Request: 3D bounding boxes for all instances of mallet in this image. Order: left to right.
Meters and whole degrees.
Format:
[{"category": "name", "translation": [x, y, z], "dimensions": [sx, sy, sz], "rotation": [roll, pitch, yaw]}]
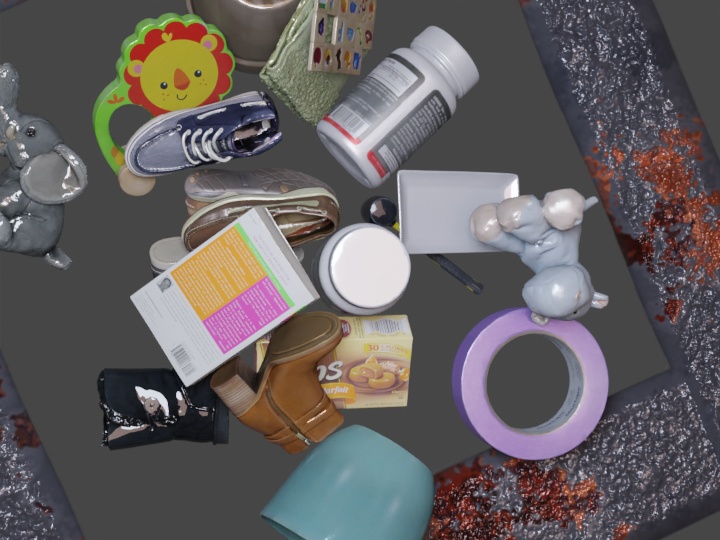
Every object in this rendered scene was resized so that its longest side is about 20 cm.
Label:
[{"category": "mallet", "translation": [0.081, -0.033, 1.492], "dimensions": [0.200, 0.066, 0.041], "rotation": [38, 86, -19]}]

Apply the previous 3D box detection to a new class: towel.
[{"category": "towel", "translation": [-0.054, -0.267, 1.401], "dimensions": [0.036, 0.200, 0.149], "rotation": [29, 86, 19]}]

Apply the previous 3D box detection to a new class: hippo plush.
[{"category": "hippo plush", "translation": [0.227, -0.010, 1.425], "dimensions": [0.159, 0.200, 0.161], "rotation": [-9, 86, 18]}]

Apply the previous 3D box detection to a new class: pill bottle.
[{"category": "pill bottle", "translation": [0.000, 0.000, 1.393], "dimensions": [0.114, 0.200, 0.114], "rotation": [0, 89, -7]}, {"category": "pill bottle", "translation": [0.050, -0.212, 1.441], "dimensions": [0.200, 0.114, 0.114], "rotation": [-44, 94, -6]}]

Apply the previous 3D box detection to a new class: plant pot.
[{"category": "plant pot", "translation": [-0.125, -0.365, 1.402], "dimensions": [0.199, 0.174, 0.201], "rotation": [0, 87, -7]}, {"category": "plant pot", "translation": [-0.001, 0.293, 1.396], "dimensions": [0.200, 0.201, 0.161], "rotation": [35, 73, -5]}]

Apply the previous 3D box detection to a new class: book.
[{"category": "book", "translation": [-0.166, 0.033, 1.350], "dimensions": [0.200, 0.048, 0.134], "rotation": [-33, 86, 14]}]

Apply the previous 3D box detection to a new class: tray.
[{"category": "tray", "translation": [0.128, -0.076, 1.468], "dimensions": [0.200, 0.022, 0.108], "rotation": [-1, 88, -32]}]

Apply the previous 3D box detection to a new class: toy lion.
[{"category": "toy lion", "translation": [-0.246, -0.217, 1.392], "dimensions": [0.200, 0.069, 0.192], "rotation": [-27, 125, -6]}]

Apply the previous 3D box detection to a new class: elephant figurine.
[{"category": "elephant figurine", "translation": [-0.404, -0.125, 1.377], "dimensions": [0.141, 0.155, 0.200], "rotation": [32, 94, 17]}]

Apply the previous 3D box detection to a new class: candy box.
[{"category": "candy box", "translation": [-0.037, 0.120, 1.434], "dimensions": [0.199, 0.055, 0.116], "rotation": [-1, 123, -6]}]

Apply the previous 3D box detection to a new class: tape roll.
[{"category": "tape roll", "translation": [0.225, 0.149, 1.486], "dimensions": [0.199, 0.066, 0.201], "rotation": [0, 88, -7]}]

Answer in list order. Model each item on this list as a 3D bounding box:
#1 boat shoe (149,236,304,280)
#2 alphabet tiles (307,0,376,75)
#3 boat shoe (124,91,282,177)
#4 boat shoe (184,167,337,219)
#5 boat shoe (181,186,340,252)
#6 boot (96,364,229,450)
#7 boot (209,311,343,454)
[{"category": "boat shoe", "translation": [-0.175, -0.008, 1.455], "dimensions": [0.199, 0.073, 0.063], "rotation": [-2, 132, -12]}, {"category": "alphabet tiles", "translation": [-0.017, -0.326, 1.365], "dimensions": [0.008, 0.200, 0.168], "rotation": [10, 101, 18]}, {"category": "boat shoe", "translation": [-0.189, -0.160, 1.352], "dimensions": [0.200, 0.093, 0.075], "rotation": [-25, 117, -7]}, {"category": "boat shoe", "translation": [-0.131, -0.088, 1.453], "dimensions": [0.199, 0.076, 0.072], "rotation": [3, 122, -12]}, {"category": "boat shoe", "translation": [-0.124, -0.054, 1.387], "dimensions": [0.202, 0.075, 0.075], "rotation": [-15, 126, -2]}, {"category": "boot", "translation": [-0.251, 0.131, 1.422], "dimensions": [0.168, 0.076, 0.201], "rotation": [1, 95, -11]}, {"category": "boot", "translation": [-0.066, 0.142, 1.370], "dimensions": [0.200, 0.074, 0.155], "rotation": [-28, 121, 26]}]
